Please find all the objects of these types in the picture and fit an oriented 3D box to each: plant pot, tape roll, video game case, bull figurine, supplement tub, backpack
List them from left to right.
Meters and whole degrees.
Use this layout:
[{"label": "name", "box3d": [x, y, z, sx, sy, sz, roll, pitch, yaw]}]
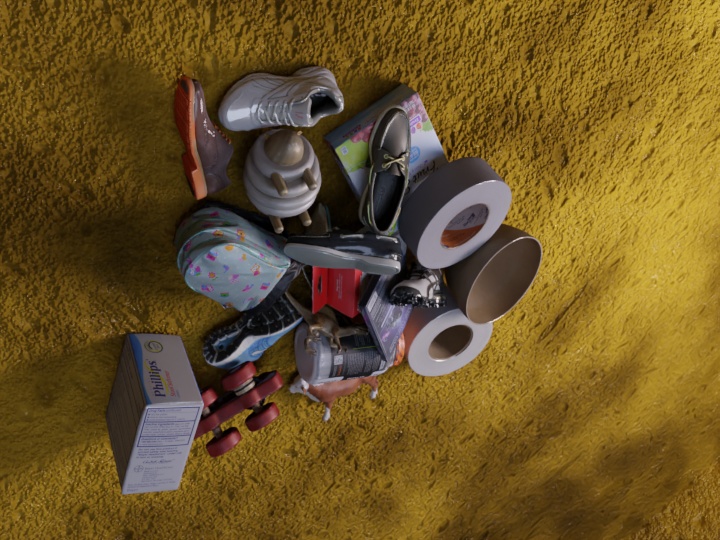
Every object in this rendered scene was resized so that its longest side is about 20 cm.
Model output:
[{"label": "backpack", "box3d": [-0.205, -0.019, 1.231, 0.199, 0.127, 0.167, 31, 109, -38]}, {"label": "bull figurine", "box3d": [-0.049, 0.238, 1.558, 0.196, 0.065, 0.123, -18, 135, -14]}, {"label": "supplement tub", "box3d": [-0.020, 0.149, 1.466, 0.196, 0.123, 0.124, -3, 125, -27]}, {"label": "video game case", "box3d": [0.054, 0.058, 1.370, 0.144, 0.019, 0.201, -63, 154, -26]}, {"label": "tape roll", "box3d": [0.176, 0.129, 1.586, 0.199, 0.071, 0.205, -16, 136, -15]}, {"label": "tape roll", "box3d": [0.164, -0.098, 1.309, 0.197, 0.067, 0.202, -25, 148, -17]}, {"label": "plant pot", "box3d": [0.238, -0.016, 1.475, 0.198, 0.134, 0.203, -26, 139, -25]}]

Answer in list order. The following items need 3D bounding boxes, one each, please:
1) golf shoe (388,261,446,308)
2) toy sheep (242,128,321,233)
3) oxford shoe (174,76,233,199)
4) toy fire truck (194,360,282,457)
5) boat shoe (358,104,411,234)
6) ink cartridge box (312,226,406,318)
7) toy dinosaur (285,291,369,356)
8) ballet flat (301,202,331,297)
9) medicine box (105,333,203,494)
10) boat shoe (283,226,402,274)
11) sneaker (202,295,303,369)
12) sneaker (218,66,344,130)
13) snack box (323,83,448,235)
[{"label": "golf shoe", "box3d": [0.102, 0.020, 1.363, 0.199, 0.076, 0.097, 8, 82, -70]}, {"label": "toy sheep", "box3d": [-0.123, -0.142, 1.181, 0.135, 0.140, 0.201, -11, 149, -22]}, {"label": "oxford shoe", "box3d": [-0.231, -0.202, 1.123, 0.072, 0.072, 0.202, -18, 141, -20]}, {"label": "toy fire truck", "box3d": [-0.235, 0.243, 1.399, 0.198, 0.168, 0.113, -32, 97, -4]}, {"label": "boat shoe", "box3d": [0.047, -0.159, 1.210, 0.071, 0.060, 0.206, 5, 109, -21]}, {"label": "ink cartridge box", "box3d": [0.000, 0.000, 1.350, 0.199, 0.067, 0.118, -37, 141, -40]}, {"label": "toy dinosaur", "box3d": [-0.079, 0.098, 1.367, 0.198, 0.102, 0.058, 29, 132, -20]}, {"label": "ballet flat", "box3d": [-0.077, -0.027, 1.343, 0.061, 0.068, 0.203, -12, 129, -9]}, {"label": "medicine box", "box3d": [-0.359, 0.244, 1.298, 0.101, 0.183, 0.203, 5, 121, -32]}, {"label": "boat shoe", "box3d": [-0.028, -0.038, 1.237, 0.196, 0.062, 0.076, 11, 160, -16]}, {"label": "sneaker", "box3d": [-0.192, 0.117, 1.393, 0.197, 0.079, 0.090, -28, 152, -4]}, {"label": "sneaker", "box3d": [-0.114, -0.249, 1.129, 0.197, 0.100, 0.079, -20, 132, -15]}, {"label": "snack box", "box3d": [0.056, -0.183, 1.284, 0.167, 0.068, 0.201, -34, 126, -3]}]
